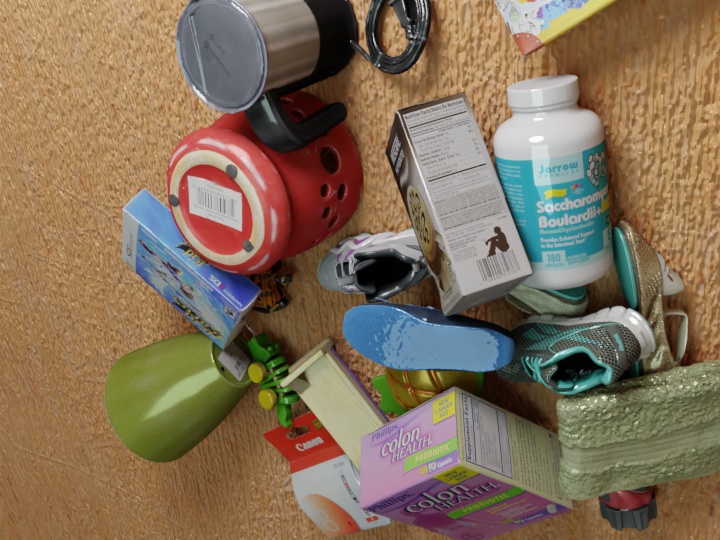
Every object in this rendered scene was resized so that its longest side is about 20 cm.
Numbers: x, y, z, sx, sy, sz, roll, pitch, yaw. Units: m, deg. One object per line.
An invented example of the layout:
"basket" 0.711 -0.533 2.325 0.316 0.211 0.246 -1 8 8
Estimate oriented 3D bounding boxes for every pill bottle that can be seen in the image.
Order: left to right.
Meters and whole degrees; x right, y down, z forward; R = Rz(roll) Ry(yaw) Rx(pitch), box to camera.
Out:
"pill bottle" 0.196 -0.091 0.760 0.110 0.111 0.202 1 114 31

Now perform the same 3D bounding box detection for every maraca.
"maraca" 0.083 0.138 0.949 0.137 0.107 0.201 44 133 17

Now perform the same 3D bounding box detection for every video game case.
"video game case" -0.236 0.006 1.007 0.200 0.046 0.181 41 154 1

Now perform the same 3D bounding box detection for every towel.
"towel" 0.309 0.175 0.799 0.197 0.037 0.150 -10 118 1

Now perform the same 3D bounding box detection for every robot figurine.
"robot figurine" -0.188 -0.004 1.078 0.198 0.058 0.147 14 124 26

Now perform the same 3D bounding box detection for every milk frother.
"milk frother" -0.052 -0.248 0.788 0.181 0.188 0.200 51 129 -1

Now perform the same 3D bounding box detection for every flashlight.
"flashlight" 0.304 0.203 0.874 0.067 0.068 0.203 -5 105 24

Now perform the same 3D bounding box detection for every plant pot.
"plant pot" -0.258 0.172 1.149 0.199 0.187 0.188 -30 96 29
"plant pot" -0.123 -0.101 0.914 0.198 0.182 0.203 16 123 25

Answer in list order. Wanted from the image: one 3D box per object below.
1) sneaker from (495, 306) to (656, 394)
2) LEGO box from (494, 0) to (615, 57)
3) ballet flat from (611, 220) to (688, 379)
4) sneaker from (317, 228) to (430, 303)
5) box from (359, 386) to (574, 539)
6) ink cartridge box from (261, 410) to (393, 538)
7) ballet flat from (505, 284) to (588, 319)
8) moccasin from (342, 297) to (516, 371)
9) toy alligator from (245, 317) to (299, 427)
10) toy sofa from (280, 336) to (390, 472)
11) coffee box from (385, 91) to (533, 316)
"sneaker" 0.210 0.094 0.799 0.199 0.091 0.078 -24 100 50
"LEGO box" 0.205 -0.313 0.664 0.199 0.077 0.150 -26 98 38
"ballet flat" 0.312 0.037 0.793 0.064 0.071 0.202 -12 112 7
"sneaker" 0.000 0.000 0.907 0.198 0.140 0.079 -16 97 35
"box" 0.129 0.250 0.921 0.199 0.098 0.175 28 135 -29
"ink cartridge box" -0.055 0.317 1.138 0.200 0.050 0.162 48 135 -11
"ballet flat" 0.164 0.005 0.860 0.199 0.067 0.063 32 136 15
"moccasin" 0.078 0.081 0.847 0.198 0.068 0.082 13 101 20
"toy alligator" -0.133 0.135 1.108 0.054 0.059 0.202 -23 87 38
"toy sofa" -0.016 0.198 1.069 0.083 0.098 0.201 -39 89 16
"coffee box" 0.098 -0.067 0.782 0.113 0.079 0.202 103 149 -76
